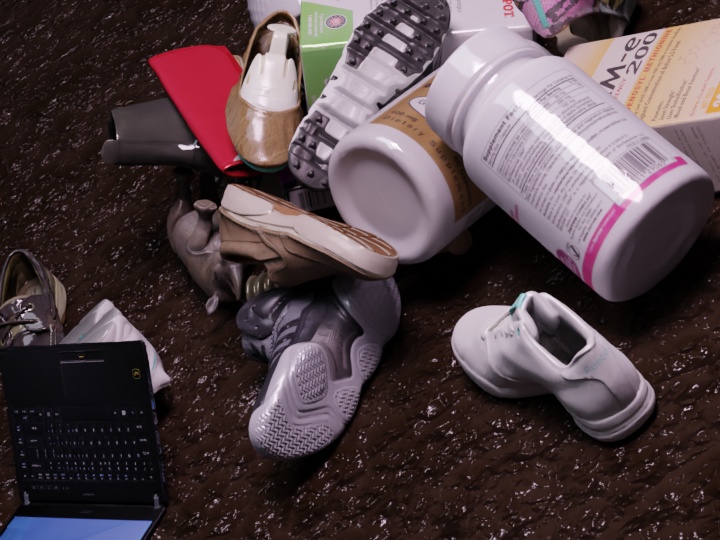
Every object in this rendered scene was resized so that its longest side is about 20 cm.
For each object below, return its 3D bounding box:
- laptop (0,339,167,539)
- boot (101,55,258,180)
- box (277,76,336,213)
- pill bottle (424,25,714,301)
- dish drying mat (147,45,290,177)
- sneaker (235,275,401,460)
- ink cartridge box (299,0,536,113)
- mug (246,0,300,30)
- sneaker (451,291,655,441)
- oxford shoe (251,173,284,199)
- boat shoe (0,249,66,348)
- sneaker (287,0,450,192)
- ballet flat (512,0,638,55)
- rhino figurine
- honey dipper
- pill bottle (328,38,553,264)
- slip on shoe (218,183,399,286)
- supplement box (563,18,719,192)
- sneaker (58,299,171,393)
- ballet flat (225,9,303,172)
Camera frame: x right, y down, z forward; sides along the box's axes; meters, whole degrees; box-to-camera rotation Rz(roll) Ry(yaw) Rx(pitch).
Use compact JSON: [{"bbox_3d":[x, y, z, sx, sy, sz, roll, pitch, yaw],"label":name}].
[{"bbox_3d":[-0.246,0.164,1.586,0.176,0.202,0.103,-4,5,40],"label":"laptop"},{"bbox_3d":[-0.164,-0.145,1.819,0.137,0.078,0.200,2,22,-10],"label":"boot"},{"bbox_3d":[-0.010,-0.125,1.763,0.142,0.036,0.200,-13,35,-3],"label":"box"},{"bbox_3d":[0.145,-0.080,1.452,0.113,0.114,0.200,-41,61,-10],"label":"pill bottle"},{"bbox_3d":[-0.117,-0.140,1.748,0.076,0.018,0.200,-12,38,-19],"label":"dish drying mat"},{"bbox_3d":[-0.053,0.073,1.557,0.113,0.076,0.200,-8,34,39],"label":"sneaker"},{"bbox_3d":[0.050,-0.203,1.754,0.198,0.085,0.146,-4,36,3],"label":"ink cartridge box"},{"bbox_3d":[-0.028,-0.286,1.922,0.176,0.147,0.200,-94,28,-45],"label":"mug"},{"bbox_3d":[0.121,0.046,1.404,0.075,0.089,0.200,-46,32,-15],"label":"sneaker"},{"bbox_3d":[-0.072,-0.095,1.819,0.075,0.058,0.201,-22,34,18],"label":"oxford shoe"},{"bbox_3d":[-0.303,0.052,1.833,0.073,0.065,0.200,-30,32,5],"label":"boat shoe"},{"bbox_3d":[0.003,-0.144,1.655,0.201,0.066,0.091,-57,0,-13],"label":"sneaker"},{"bbox_3d":[0.181,-0.205,1.678,0.069,0.072,0.200,-17,-6,26],"label":"ballet flat"},{"bbox_3d":[-0.124,-0.021,1.751,0.059,0.088,0.200,-1,26,-18],"label":"rhino figurine"},{"bbox_3d":[0.000,0.000,1.642,0.199,0.038,0.038,-14,36,25],"label":"honey dipper"},{"bbox_3d":[0.077,-0.101,1.599,0.114,0.115,0.200,2,31,45],"label":"pill bottle"},{"bbox_3d":[-0.046,-0.015,1.558,0.199,0.076,0.061,23,96,46],"label":"slip on shoe"},{"bbox_3d":[0.232,-0.120,1.537,0.199,0.074,0.126,-7,40,39],"label":"supplement box"},{"bbox_3d":[-0.210,0.076,1.714,0.070,0.080,0.200,-47,13,-5],"label":"sneaker"},{"bbox_3d":[-0.073,-0.161,1.702,0.067,0.073,0.201,12,32,-3],"label":"ballet flat"}]
